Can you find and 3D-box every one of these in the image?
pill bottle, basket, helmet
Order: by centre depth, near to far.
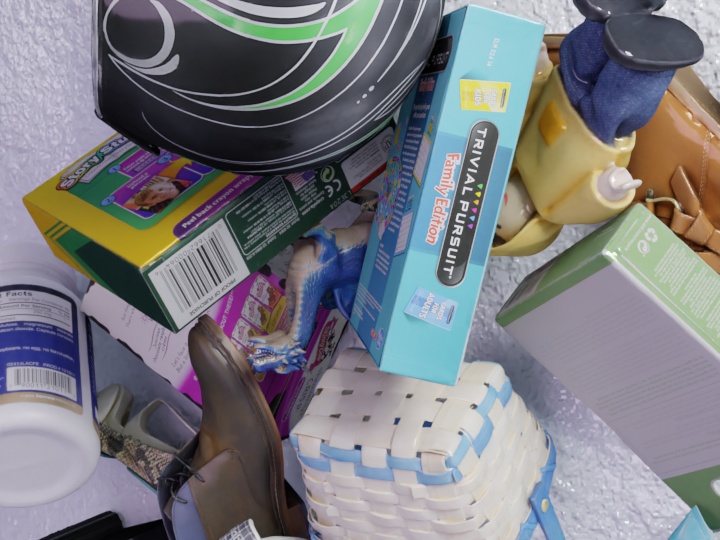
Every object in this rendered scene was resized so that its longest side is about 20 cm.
[{"bbox_3d":[-0.048,-0.153,0.693,0.190,0.200,0.200,5,103,-7],"label":"helmet"},{"bbox_3d":[0.054,0.153,0.827,0.176,0.139,0.200,4,127,30],"label":"basket"},{"bbox_3d":[-0.269,0.077,0.977,0.116,0.116,0.200,-48,37,28],"label":"pill bottle"}]

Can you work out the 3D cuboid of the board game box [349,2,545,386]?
[{"bbox_3d":[0.046,-0.047,0.723,0.047,0.151,0.200,13,96,-8],"label":"board game box"}]

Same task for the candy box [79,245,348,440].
[{"bbox_3d":[-0.112,0.024,0.945,0.200,0.061,0.137,35,116,22],"label":"candy box"}]

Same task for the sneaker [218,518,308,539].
[{"bbox_3d":[-0.032,0.238,0.864,0.081,0.200,0.076,-53,39,7],"label":"sneaker"}]

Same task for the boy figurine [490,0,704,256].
[{"bbox_3d":[0.115,-0.080,0.700,0.124,0.064,0.200,67,151,26],"label":"boy figurine"}]

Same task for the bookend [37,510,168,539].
[{"bbox_3d":[-0.138,0.284,0.983,0.200,0.092,0.199,-19,87,32],"label":"bookend"}]

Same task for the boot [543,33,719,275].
[{"bbox_3d":[0.176,-0.060,0.753,0.200,0.077,0.156,19,112,23],"label":"boot"}]

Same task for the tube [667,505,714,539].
[{"bbox_3d":[0.174,0.246,0.792,0.200,0.050,0.078,-60,33,31],"label":"tube"}]

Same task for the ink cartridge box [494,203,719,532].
[{"bbox_3d":[0.189,0.065,0.731,0.200,0.048,0.146,42,154,-3],"label":"ink cartridge box"}]

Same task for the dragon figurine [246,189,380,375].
[{"bbox_3d":[0.000,0.000,0.835,0.059,0.200,0.100,21,132,57],"label":"dragon figurine"}]

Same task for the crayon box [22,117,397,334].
[{"bbox_3d":[-0.100,-0.063,0.822,0.172,0.200,0.058,25,146,48],"label":"crayon box"}]

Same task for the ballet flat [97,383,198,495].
[{"bbox_3d":[-0.186,0.138,1.015,0.200,0.068,0.075,20,86,24],"label":"ballet flat"}]

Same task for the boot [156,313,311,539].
[{"bbox_3d":[-0.104,0.135,0.855,0.075,0.097,0.200,25,137,64],"label":"boot"}]
